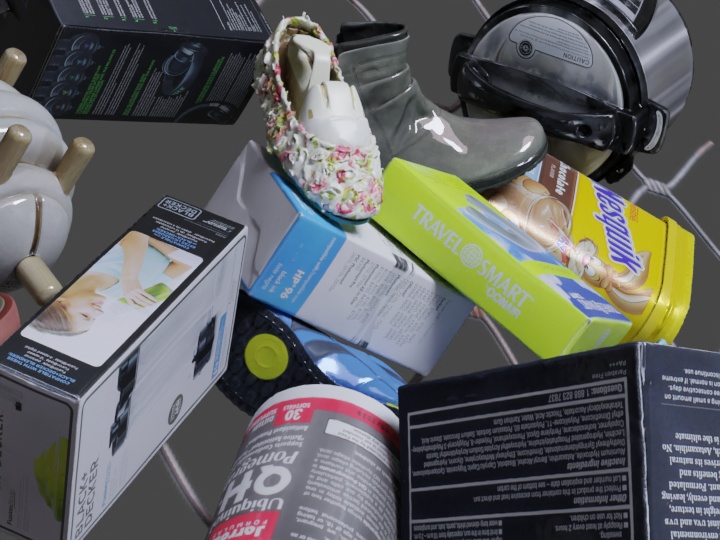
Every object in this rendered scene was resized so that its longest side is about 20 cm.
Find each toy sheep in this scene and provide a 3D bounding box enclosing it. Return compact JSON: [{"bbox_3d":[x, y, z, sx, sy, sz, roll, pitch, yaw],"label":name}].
[{"bbox_3d":[-0.231,-0.053,0.917,0.137,0.139,0.200,-4,44,-41],"label":"toy sheep"}]

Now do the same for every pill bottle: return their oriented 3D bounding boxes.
[{"bbox_3d":[-0.036,0.167,0.854,0.110,0.111,0.201,29,37,-8],"label":"pill bottle"}]

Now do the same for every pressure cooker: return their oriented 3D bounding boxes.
[{"bbox_3d":[0.185,-0.162,1.331,0.200,0.175,0.180,-34,97,-50],"label":"pressure cooker"}]

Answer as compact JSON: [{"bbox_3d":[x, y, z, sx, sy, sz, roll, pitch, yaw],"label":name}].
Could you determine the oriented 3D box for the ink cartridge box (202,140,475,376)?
[{"bbox_3d":[0.000,0.000,1.052,0.199,0.068,0.116,26,16,-33],"label":"ink cartridge box"}]

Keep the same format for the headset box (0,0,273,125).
[{"bbox_3d":[-0.190,-0.202,1.143,0.198,0.093,0.175,-3,52,-40],"label":"headset box"}]

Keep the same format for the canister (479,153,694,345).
[{"bbox_3d":[0.163,-0.022,1.236,0.199,0.087,0.149,29,37,-7],"label":"canister"}]

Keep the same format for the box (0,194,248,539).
[{"bbox_3d":[-0.140,0.056,0.879,0.060,0.118,0.200,21,34,13],"label":"box"}]

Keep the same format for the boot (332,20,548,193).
[{"bbox_3d":[0.038,-0.123,1.140,0.197,0.132,0.068,-8,30,3],"label":"boot"}]

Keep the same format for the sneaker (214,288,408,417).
[{"bbox_3d":[-0.027,0.074,1.012,0.199,0.066,0.078,33,14,2],"label":"sneaker"}]

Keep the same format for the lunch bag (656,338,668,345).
[{"bbox_3d":[0.191,0.159,0.968,0.170,0.201,0.122,43,37,8],"label":"lunch bag"}]

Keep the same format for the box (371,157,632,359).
[{"bbox_3d":[0.103,0.004,1.045,0.200,0.048,0.122,41,13,20],"label":"box"}]

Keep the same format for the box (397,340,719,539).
[{"bbox_3d":[0.122,0.154,0.808,0.122,0.199,0.201,9,75,-34],"label":"box"}]

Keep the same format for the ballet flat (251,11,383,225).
[{"bbox_3d":[-0.031,-0.110,1.023,0.075,0.064,0.201,1,35,-24],"label":"ballet flat"}]

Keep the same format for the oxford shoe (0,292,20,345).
[{"bbox_3d":[-0.245,0.095,0.803,0.070,0.075,0.200,12,41,41],"label":"oxford shoe"}]
